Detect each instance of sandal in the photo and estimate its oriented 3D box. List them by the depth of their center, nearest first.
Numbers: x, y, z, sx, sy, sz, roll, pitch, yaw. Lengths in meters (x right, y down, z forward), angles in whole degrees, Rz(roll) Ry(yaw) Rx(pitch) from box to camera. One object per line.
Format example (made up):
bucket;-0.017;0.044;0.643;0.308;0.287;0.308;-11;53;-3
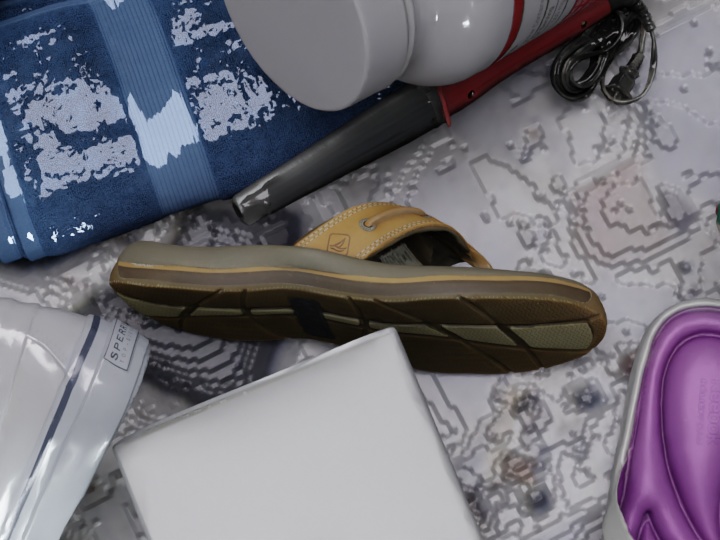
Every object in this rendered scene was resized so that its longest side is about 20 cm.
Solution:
sandal;0.130;0.109;0.999;0.082;0.050;0.204;-2;77;2
sandal;0.000;0.000;1.020;0.199;0.080;0.054;6;68;8

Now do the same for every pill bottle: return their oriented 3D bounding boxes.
pill bottle;0.045;-0.142;0.996;0.200;0.112;0.112;-32;77;-31

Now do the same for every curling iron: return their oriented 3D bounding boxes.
curling iron;0.039;-0.063;1.026;0.199;0.026;0.050;-24;102;-21

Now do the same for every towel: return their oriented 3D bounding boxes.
towel;-0.075;-0.080;1.052;0.199;0.049;0.112;-18;78;-3

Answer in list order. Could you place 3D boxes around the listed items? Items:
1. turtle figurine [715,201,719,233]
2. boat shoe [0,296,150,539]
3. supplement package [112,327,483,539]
turtle figurine;0.210;0.009;0.993;0.149;0.101;0.201;-6;72;-5
boat shoe;-0.142;0.088;0.960;0.067;0.074;0.200;24;118;-7
supplement package;-0.001;0.142;0.961;0.117;0.117;0.201;-22;78;-3
